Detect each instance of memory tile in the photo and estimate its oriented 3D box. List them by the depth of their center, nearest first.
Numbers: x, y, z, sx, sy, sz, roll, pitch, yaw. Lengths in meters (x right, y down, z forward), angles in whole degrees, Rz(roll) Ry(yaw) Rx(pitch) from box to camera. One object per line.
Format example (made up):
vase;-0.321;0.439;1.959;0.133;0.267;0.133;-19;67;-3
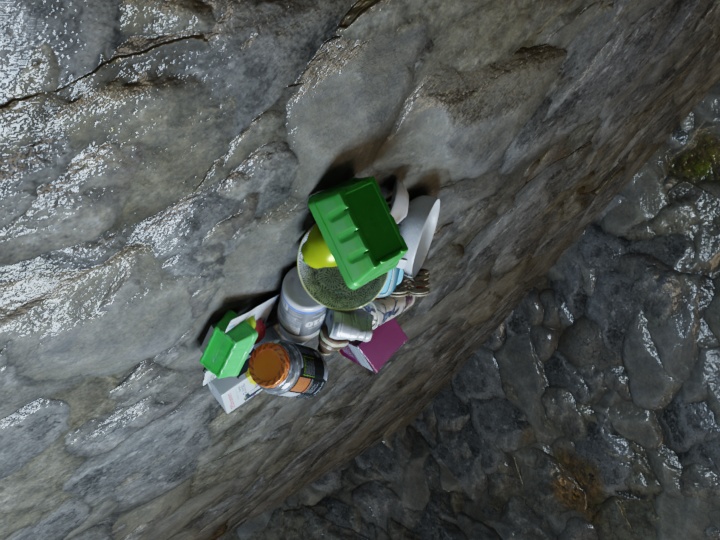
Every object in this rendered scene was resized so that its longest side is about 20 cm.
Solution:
memory tile;0.094;0.027;1.814;0.151;0.017;0.200;-2;-164;5

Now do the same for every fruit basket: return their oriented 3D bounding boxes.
fruit basket;-0.026;-0.069;1.486;0.154;0.216;0.216;-27;157;-30
fruit basket;-0.267;0.145;1.650;0.186;0.093;0.200;-61;172;27

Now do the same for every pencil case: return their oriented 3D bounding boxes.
pencil case;0.052;0.080;1.813;0.199;0.089;0.079;-25;137;-55

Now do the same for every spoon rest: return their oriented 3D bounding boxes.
spoon rest;0.072;-0.105;1.616;0.060;0.203;0.100;4;154;-6

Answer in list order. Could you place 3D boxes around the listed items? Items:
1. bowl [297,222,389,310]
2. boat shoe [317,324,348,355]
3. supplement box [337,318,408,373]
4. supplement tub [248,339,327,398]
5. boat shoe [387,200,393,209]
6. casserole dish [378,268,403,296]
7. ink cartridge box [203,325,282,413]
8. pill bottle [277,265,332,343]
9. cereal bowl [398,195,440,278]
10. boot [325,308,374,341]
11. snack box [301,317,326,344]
bowl;-0.029;-0.019;1.591;0.201;0.201;0.094;-43;176;8
boat shoe;-0.070;0.173;1.788;0.075;0.074;0.202;-60;175;7
supplement box;0.010;0.170;1.984;0.131;0.199;0.104;-43;117;-18
supplement tub;-0.166;0.226;1.705;0.122;0.123;0.200;-43;155;8
boat shoe;0.028;-0.082;1.715;0.200;0.068;0.072;-42;159;1
casserole dish;0.000;0.000;1.677;0.039;0.197;0.123;-81;-177;-66
ink cartridge box;-0.274;0.246;1.834;0.199;0.083;0.146;-34;160;-19
pill bottle;-0.131;0.082;1.697;0.113;0.114;0.201;-30;161;-25
cereal bowl;0.122;-0.089;1.794;0.200;0.082;0.202;20;90;-77
boot;-0.021;0.104;1.622;0.200;0.094;0.074;-101;-155;-69
snack box;-0.086;0.113;1.902;0.116;0.037;0.200;-48;172;22
